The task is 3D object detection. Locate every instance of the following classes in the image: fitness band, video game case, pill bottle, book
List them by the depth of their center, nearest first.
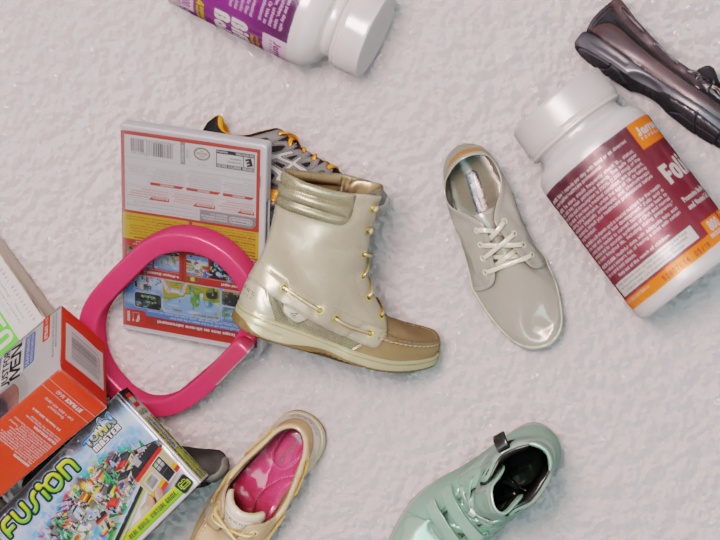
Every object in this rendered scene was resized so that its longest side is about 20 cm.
[{"bbox_3d":[0.231,-0.070,1.423,0.114,0.114,0.201,-37,84,5],"label":"pill bottle"},{"bbox_3d":[-0.151,-0.030,1.475,0.141,0.017,0.202,9,113,15],"label":"video game case"},{"bbox_3d":[-0.073,-0.255,1.475,0.198,0.112,0.113,27,91,9],"label":"pill bottle"},{"bbox_3d":[-0.173,0.047,1.485,0.144,0.037,0.200,48,117,-1],"label":"fitness band"},{"bbox_3d":[-0.390,0.074,1.542,0.199,0.048,0.134,-39,82,8],"label":"book"}]

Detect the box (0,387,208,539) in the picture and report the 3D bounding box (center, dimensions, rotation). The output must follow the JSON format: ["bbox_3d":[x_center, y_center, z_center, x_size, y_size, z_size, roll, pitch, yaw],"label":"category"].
[{"bbox_3d":[-0.243,0.213,1.439,0.200,0.035,0.110,-45,88,7],"label":"box"}]

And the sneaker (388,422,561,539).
[{"bbox_3d":[0.092,0.210,1.427,0.200,0.118,0.074,-43,84,5],"label":"sneaker"}]

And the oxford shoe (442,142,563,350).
[{"bbox_3d":[0.124,-0.022,1.465,0.074,0.058,0.202,-22,86,4],"label":"oxford shoe"}]

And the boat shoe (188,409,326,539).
[{"bbox_3d":[-0.105,0.215,1.479,0.073,0.069,0.201,32,92,8],"label":"boat shoe"}]

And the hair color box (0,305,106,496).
[{"bbox_3d":[-0.320,0.136,1.457,0.200,0.111,0.064,-40,118,12],"label":"hair color box"}]

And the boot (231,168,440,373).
[{"bbox_3d":[0.000,0.000,1.430,0.198,0.072,0.156,14,103,-21],"label":"boot"}]

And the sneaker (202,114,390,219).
[{"bbox_3d":[-0.067,-0.090,1.487,0.198,0.078,0.078,13,80,7],"label":"sneaker"}]

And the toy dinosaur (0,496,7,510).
[{"bbox_3d":[-0.296,0.279,1.504,0.101,0.077,0.203,-11,89,-1],"label":"toy dinosaur"}]

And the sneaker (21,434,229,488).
[{"bbox_3d":[-0.219,0.169,1.495,0.197,0.075,0.080,-3,85,8],"label":"sneaker"}]

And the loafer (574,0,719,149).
[{"bbox_3d":[0.287,-0.171,1.444,0.199,0.072,0.063,35,88,11],"label":"loafer"}]
